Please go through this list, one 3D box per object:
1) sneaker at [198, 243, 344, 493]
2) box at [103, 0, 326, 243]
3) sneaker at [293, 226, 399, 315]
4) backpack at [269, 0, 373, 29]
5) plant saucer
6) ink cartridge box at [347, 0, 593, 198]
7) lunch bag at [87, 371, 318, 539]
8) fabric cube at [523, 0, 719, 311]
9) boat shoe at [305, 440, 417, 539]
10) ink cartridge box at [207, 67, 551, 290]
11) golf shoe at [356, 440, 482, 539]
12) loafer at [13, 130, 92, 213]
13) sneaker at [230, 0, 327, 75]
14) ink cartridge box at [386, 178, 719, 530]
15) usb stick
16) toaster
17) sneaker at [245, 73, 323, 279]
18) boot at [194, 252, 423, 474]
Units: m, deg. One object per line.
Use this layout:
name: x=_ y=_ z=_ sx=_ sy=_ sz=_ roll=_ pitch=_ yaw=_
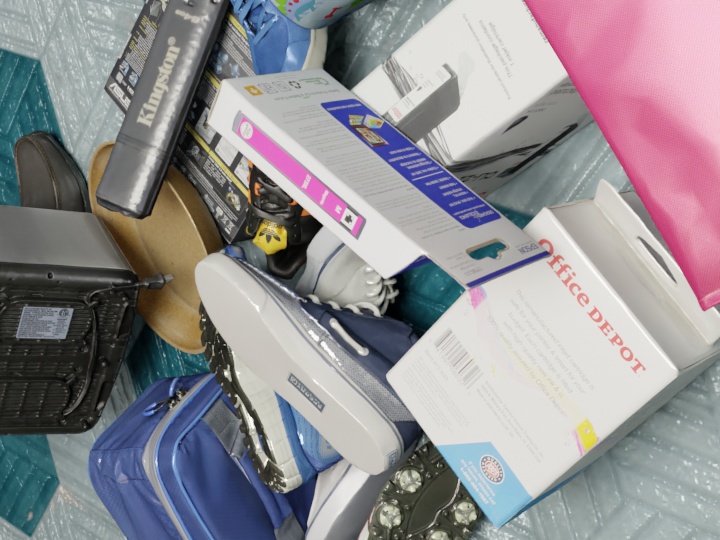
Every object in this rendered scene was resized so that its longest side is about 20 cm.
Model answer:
sneaker: x=-0.065 y=0.069 z=0.906 sx=0.201 sy=0.089 sz=0.079 roll=66 pitch=153 yaw=18
box: x=-0.120 y=-0.150 z=0.983 sx=0.200 sy=0.049 sz=0.162 roll=48 pitch=126 yaw=21
sneaker: x=0.000 y=0.000 z=0.881 sx=0.071 sy=0.073 sz=0.200 roll=40 pitch=153 yaw=8
backpack: x=-0.026 y=-0.279 z=0.790 sx=0.146 sy=0.183 sz=0.201 roll=-21 pitch=106 yaw=33
plant saucer: x=-0.171 y=-0.025 z=1.026 sx=0.200 sy=0.035 sz=0.201 roll=34 pitch=138 yaw=37
ink cartridge box: x=0.086 y=-0.116 z=0.760 sx=0.200 sy=0.144 sz=0.084 roll=-35 pitch=78 yaw=38
lunch bag: x=-0.117 y=0.174 z=0.964 sx=0.132 sy=0.136 sz=0.201 roll=-8 pitch=119 yaw=38
fabric cube: x=0.239 y=-0.127 z=0.603 sx=0.196 sy=0.199 sz=0.200 roll=-37 pitch=78 yaw=36
boat shoe: x=0.000 y=0.140 z=0.937 sx=0.065 sy=0.073 sz=0.201 roll=39 pitch=110 yaw=30
ink cartridge box: x=0.010 y=-0.050 z=0.682 sx=0.200 sy=0.094 sz=0.037 roll=40 pitch=123 yaw=23
golf shoe: x=0.032 y=0.200 z=0.910 sx=0.077 sy=0.088 sz=0.201 roll=32 pitch=96 yaw=-8
loafer: x=-0.302 y=-0.040 z=1.135 sx=0.073 sy=0.072 sz=0.201 roll=-25 pitch=83 yaw=39
sneaker: x=-0.091 y=-0.217 z=0.863 sx=0.077 sy=0.111 sz=0.202 roll=-29 pitch=58 yaw=41
ink cartridge box: x=0.142 y=0.048 z=0.761 sx=0.129 sy=0.125 sz=0.200 roll=54 pitch=125 yaw=17
usb stick: x=-0.157 y=-0.138 z=0.929 sx=0.055 sy=0.033 sz=0.201 roll=23 pitch=93 yaw=29
toaster: x=-0.294 y=0.045 z=1.017 sx=0.119 sy=0.199 sz=0.182 roll=52 pitch=129 yaw=45
sneaker: x=-0.051 y=-0.060 z=0.855 sx=0.069 sy=0.200 sz=0.091 roll=17 pitch=69 yaw=10
boot: x=-0.026 y=0.049 z=0.846 sx=0.200 sy=0.090 sz=0.073 roll=46 pitch=145 yaw=7
